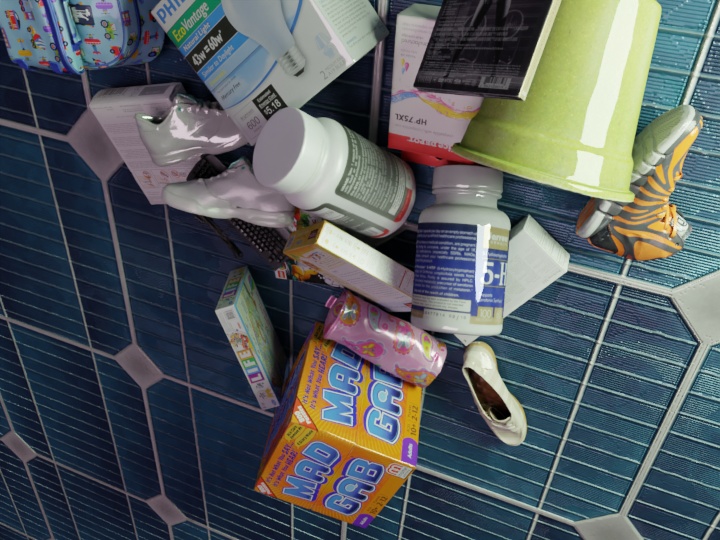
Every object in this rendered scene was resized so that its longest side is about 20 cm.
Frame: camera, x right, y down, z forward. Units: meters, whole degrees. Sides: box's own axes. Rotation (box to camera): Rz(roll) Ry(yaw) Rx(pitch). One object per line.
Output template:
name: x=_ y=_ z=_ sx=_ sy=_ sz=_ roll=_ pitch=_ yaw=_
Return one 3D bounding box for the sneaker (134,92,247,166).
sneaker: x=-0.220 y=-0.212 z=0.875 sx=0.196 sy=0.076 sz=0.089 roll=-16 pitch=129 yaw=8

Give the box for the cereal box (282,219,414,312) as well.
cereal box: x=0.000 y=0.000 z=0.889 sx=0.198 sy=0.040 sz=0.143 roll=29 pitch=165 yaw=-21

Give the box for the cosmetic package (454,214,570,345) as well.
cosmetic package: x=0.190 y=0.018 z=0.882 sx=0.082 sy=0.051 sz=0.200 roll=43 pitch=128 yaw=-3

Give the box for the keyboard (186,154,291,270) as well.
keyboard: x=-0.196 y=-0.077 z=0.982 sx=0.200 sy=0.021 sz=0.127 roll=46 pitch=130 yaw=-4

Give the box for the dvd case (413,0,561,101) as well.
dvd case: x=0.138 y=-0.272 z=0.626 sx=0.148 sy=0.016 sz=0.203 roll=24 pitch=95 yaw=49

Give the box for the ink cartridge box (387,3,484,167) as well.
ink cartridge box: x=0.099 y=-0.207 z=0.768 sx=0.114 sy=0.067 sz=0.203 roll=14 pitch=126 yaw=16

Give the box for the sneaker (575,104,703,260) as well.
sneaker: x=0.350 y=-0.091 z=0.731 sx=0.111 sy=0.078 sz=0.201 roll=28 pitch=139 yaw=1

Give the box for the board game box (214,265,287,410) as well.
board game box: x=-0.179 y=0.113 z=1.063 sx=0.034 sy=0.135 sz=0.203 roll=-16 pitch=115 yaw=8

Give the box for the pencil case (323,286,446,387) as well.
pencil case: x=0.035 y=0.104 z=0.968 sx=0.198 sy=0.088 sz=0.088 roll=28 pitch=130 yaw=-12

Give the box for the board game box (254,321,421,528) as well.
board game box: x=-0.031 y=0.249 z=1.015 sx=0.197 sy=0.202 sz=0.201 roll=22 pitch=129 yaw=-9

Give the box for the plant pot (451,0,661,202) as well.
plant pot: x=0.215 y=-0.190 z=0.652 sx=0.197 sy=0.200 sz=0.187 roll=19 pitch=107 yaw=12

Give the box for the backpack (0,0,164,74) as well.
backpack: x=-0.375 y=-0.356 z=0.853 sx=0.196 sy=0.135 sz=0.185 roll=13 pitch=126 yaw=14

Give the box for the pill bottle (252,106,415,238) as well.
pill bottle: x=-0.030 y=-0.121 z=0.792 sx=0.113 sy=0.116 sz=0.198 roll=-26 pitch=150 yaw=35

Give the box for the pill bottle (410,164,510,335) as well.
pill bottle: x=0.129 y=-0.025 z=0.798 sx=0.118 sy=0.119 sz=0.204 roll=5 pitch=91 yaw=22

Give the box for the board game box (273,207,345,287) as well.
board game box: x=-0.085 y=-0.074 z=0.962 sx=0.124 sy=0.035 sz=0.203 roll=7 pitch=123 yaw=22

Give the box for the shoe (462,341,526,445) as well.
shoe: x=0.208 y=0.207 z=0.995 sx=0.069 sy=0.054 sz=0.202 roll=-15 pitch=113 yaw=32

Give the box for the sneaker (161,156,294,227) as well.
sneaker: x=-0.188 y=-0.121 z=0.906 sx=0.196 sy=0.075 sz=0.090 roll=8 pitch=102 yaw=5

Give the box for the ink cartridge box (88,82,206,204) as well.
ink cartridge box: x=-0.310 y=-0.195 z=0.995 sx=0.158 sy=0.051 sz=0.202 roll=3 pitch=140 yaw=23

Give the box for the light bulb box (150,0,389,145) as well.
light bulb box: x=-0.109 y=-0.303 z=0.767 sx=0.197 sy=0.125 sz=0.201 roll=-28 pitch=107 yaw=36
